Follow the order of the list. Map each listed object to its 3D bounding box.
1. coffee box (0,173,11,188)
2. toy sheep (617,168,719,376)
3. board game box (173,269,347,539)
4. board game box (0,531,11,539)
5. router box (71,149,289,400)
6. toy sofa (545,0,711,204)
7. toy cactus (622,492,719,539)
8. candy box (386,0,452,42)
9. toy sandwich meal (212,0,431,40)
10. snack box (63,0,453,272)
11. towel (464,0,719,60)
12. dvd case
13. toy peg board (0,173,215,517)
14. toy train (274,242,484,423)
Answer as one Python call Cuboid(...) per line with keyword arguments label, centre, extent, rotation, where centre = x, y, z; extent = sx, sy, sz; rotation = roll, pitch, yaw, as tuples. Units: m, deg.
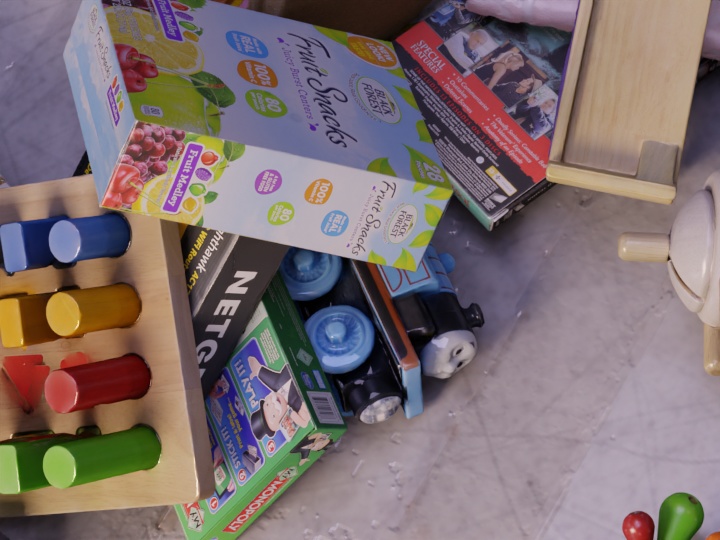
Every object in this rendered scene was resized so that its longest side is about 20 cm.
Cuboid(label="coffee box", centre=(-0.298, -0.053, 1.869), extent=(0.113, 0.080, 0.200), rotation=(-37, 62, -7))
Cuboid(label="toy sheep", centre=(0.253, -0.004, 1.701), extent=(0.200, 0.138, 0.138), rotation=(7, 63, -6))
Cuboid(label="board game box", centre=(-0.091, 0.053, 1.756), extent=(0.135, 0.029, 0.200), rotation=(-46, 55, 35))
Cuboid(label="board game box", centre=(-0.298, 0.252, 1.705), extent=(0.165, 0.057, 0.200), rotation=(-6, 60, 25))
Cuboid(label="router box", centre=(-0.134, 0.007, 1.747), extent=(0.149, 0.051, 0.200), rotation=(47, 119, 36))
Cuboid(label="toy sofa", centre=(0.171, -0.145, 1.755), extent=(0.083, 0.098, 0.200), rotation=(11, 96, 4))
Cuboid(label="toy cactus", centre=(0.170, 0.225, 1.631), extent=(0.165, 0.102, 0.200), rotation=(-18, 69, 14))
Cuboid(label="candy box", centre=(0.017, -0.171, 1.894), extent=(0.102, 0.026, 0.200), rotation=(-18, 61, 0))
Cuboid(label="toy sandwich meal", centre=(-0.010, -0.208, 1.804), extent=(0.205, 0.205, 0.070), rotation=(-39, 64, -9))
Cuboid(label="snack box", centre=(-0.062, -0.088, 1.678), extent=(0.200, 0.068, 0.169), rotation=(12, 32, -24))
Cuboid(label="towel", centre=(0.182, -0.226, 1.859), extent=(0.200, 0.032, 0.191), rotation=(10, 59, 5))
Cuboid(label="dvd case", centre=(0.114, -0.130, 1.835), extent=(0.200, 0.022, 0.146), rotation=(-37, 66, -16))
Cuboid(label="toy peg board", centre=(-0.205, 0.050, 1.693), extent=(0.200, 0.098, 0.200), rotation=(-7, 92, 34))
Cuboid(label="toy train", centre=(0.000, 0.000, 1.779), extent=(0.114, 0.087, 0.200), rotation=(-22, 61, -7))
